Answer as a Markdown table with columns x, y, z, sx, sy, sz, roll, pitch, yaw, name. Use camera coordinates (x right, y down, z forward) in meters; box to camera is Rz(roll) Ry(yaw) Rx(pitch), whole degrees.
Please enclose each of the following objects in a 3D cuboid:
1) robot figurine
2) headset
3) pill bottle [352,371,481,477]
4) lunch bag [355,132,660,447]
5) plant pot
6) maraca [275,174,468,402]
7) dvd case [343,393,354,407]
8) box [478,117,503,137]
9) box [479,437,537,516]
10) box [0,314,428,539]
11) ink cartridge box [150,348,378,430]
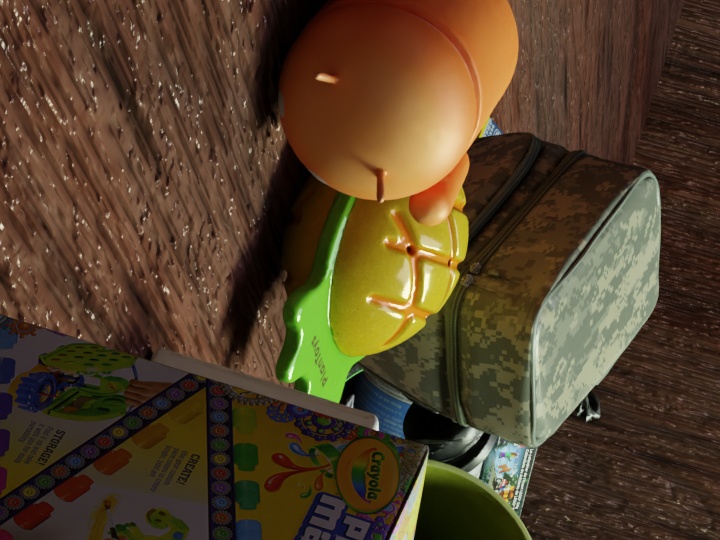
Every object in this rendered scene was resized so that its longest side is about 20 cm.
| x | y | z | sx | sy | sz | roll | pitch | yaw | name |
| --- | --- | --- | --- | --- | --- | --- | --- | --- | --- |
| 0.021 | -0.114 | 1.283 | 0.200 | 0.117 | 0.144 | -57 | 168 | -59 | robot figurine |
| 0.064 | 0.097 | 1.592 | 0.094 | 0.200 | 0.124 | -107 | -176 | -52 | headset |
| 0.042 | 0.133 | 1.776 | 0.112 | 0.112 | 0.200 | -52 | 157 | -63 | pill bottle |
| 0.088 | 0.004 | 1.524 | 0.200 | 0.168 | 0.139 | -49 | 144 | -37 | lunch bag |
| 0.018 | 0.250 | 1.637 | 0.200 | 0.187 | 0.187 | 119 | -7 | -68 | plant pot |
| 0.000 | 0.000 | 1.370 | 0.200 | 0.107 | 0.137 | -61 | 151 | -30 | maraca |
| -0.049 | 0.206 | 1.678 | 0.149 | 0.016 | 0.200 | -52 | 156 | -62 | dvd case |
| 0.059 | -0.018 | 1.691 | 0.070 | 0.064 | 0.200 | 47 | 52 | -33 | box |
| 0.081 | 0.136 | 1.879 | 0.200 | 0.038 | 0.137 | -124 | -139 | -54 | box |
| -0.091 | 0.151 | 0.897 | 0.122 | 0.193 | 0.200 | -61 | 164 | -49 | box |
| -0.066 | 0.156 | 1.212 | 0.200 | 0.125 | 0.129 | 88 | 22 | -60 | ink cartridge box |
